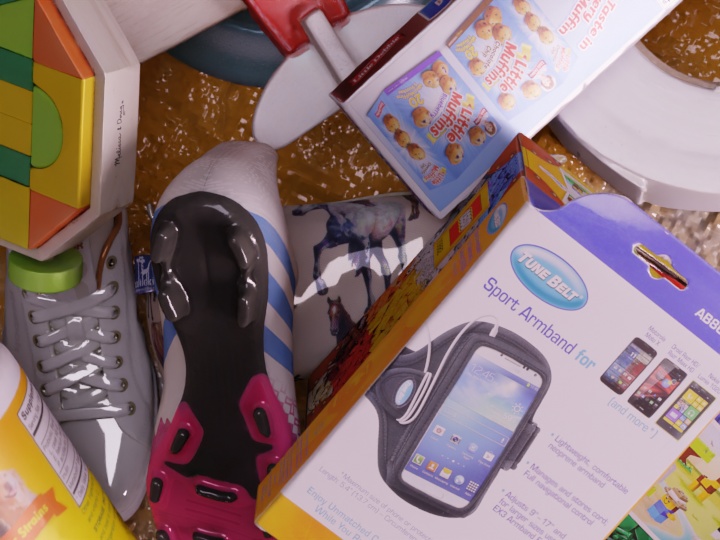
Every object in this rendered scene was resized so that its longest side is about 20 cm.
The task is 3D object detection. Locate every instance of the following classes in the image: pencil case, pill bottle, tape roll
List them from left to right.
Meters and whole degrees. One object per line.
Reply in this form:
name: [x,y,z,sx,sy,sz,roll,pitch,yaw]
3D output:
pill bottle: [-0.170,0.105,1.190,0.109,0.109,0.201,-31,115,1]
pencil case: [0.000,0.000,1.241,0.198,0.078,0.090,-9,99,4]
tape roll: [0.163,-0.128,1.244,0.201,0.071,0.204,0,85,4]

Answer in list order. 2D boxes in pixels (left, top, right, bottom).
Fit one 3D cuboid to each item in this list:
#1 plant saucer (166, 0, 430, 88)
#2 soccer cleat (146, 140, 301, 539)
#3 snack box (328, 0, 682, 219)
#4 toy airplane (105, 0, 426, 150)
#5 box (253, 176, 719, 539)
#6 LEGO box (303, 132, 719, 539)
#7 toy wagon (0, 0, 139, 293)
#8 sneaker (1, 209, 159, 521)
plant saucer: [-0.036,-0.186,1.286,0.198,0.027,0.202,0,85,5]
soccer cleat: [-0.051,0.039,1.179,0.069,0.086,0.201,8,121,12]
snack box: [0.084,-0.115,1.186,0.200,0.024,0.072,-42,113,-1]
toy airplane: [-0.052,-0.156,1.216,0.198,0.141,0.201,8,108,-22]
box: [0.063,0.058,1.117,0.119,0.042,0.200,37,103,-12]
LEGO box: [0.097,0.065,1.181,0.200,0.077,0.149,37,107,-13]
toy wagon: [-0.177,-0.083,1.186,0.199,0.039,0.156,21,118,31]
sneaker: [-0.135,0.018,1.247,0.072,0.085,0.202,-7,86,2]
